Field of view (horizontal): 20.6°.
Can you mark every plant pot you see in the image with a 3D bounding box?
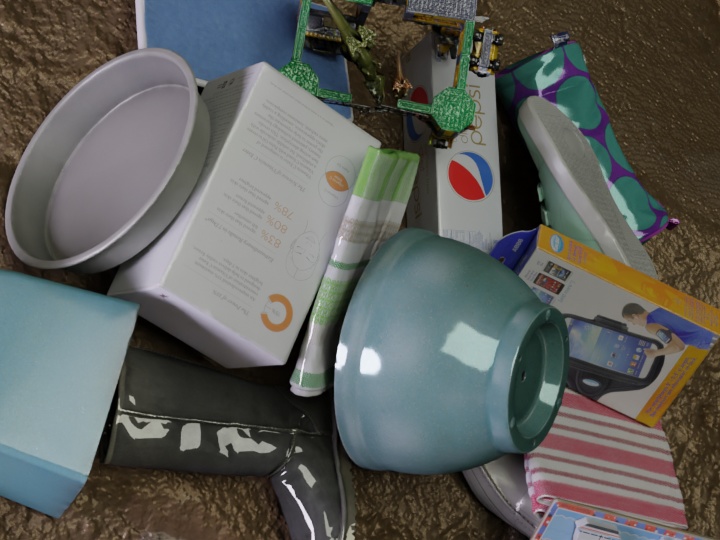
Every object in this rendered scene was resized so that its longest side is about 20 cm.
[{"bbox_3d":[0.085,0.074,1.582,0.200,0.134,0.201,-31,126,-56],"label":"plant pot"},{"bbox_3d":[-0.288,0.077,1.472,0.199,0.141,0.142,18,68,-11],"label":"plant pot"}]

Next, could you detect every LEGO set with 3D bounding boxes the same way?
[{"bbox_3d":[0.014,-0.177,1.663,0.199,0.116,0.155,1,83,-5],"label":"LEGO set"}]

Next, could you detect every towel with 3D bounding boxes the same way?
[{"bbox_3d":[0.196,0.143,1.691,0.146,0.030,0.201,15,40,-20],"label":"towel"},{"bbox_3d":[0.000,0.000,1.580,0.031,0.149,0.201,20,97,9],"label":"towel"}]

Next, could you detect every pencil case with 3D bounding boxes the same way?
[{"bbox_3d":[0.200,-0.109,1.773,0.092,0.085,0.201,-25,87,-20],"label":"pencil case"}]

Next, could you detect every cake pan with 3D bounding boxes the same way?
[{"bbox_3d":[-0.192,-0.080,1.536,0.037,0.200,0.201,39,60,-39],"label":"cake pan"}]

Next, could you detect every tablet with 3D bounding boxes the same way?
[{"bbox_3d":[-0.098,-0.194,1.673,0.199,0.014,0.131,13,52,-28],"label":"tablet"}]

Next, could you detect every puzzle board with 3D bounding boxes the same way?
[{"bbox_3d":[0.216,0.272,1.647,0.199,0.151,0.017,16,28,-20],"label":"puzzle board"}]

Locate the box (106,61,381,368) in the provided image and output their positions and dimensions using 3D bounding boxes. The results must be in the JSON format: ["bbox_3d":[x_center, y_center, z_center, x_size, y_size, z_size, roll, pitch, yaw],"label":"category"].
[{"bbox_3d":[-0.090,-0.041,1.546,0.124,0.097,0.201,33,69,-25],"label":"box"}]

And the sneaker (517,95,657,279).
[{"bbox_3d":[0.160,-0.043,1.712,0.201,0.118,0.074,62,31,-2],"label":"sneaker"}]

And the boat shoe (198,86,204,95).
[{"bbox_3d":[-0.127,-0.094,1.629,0.073,0.068,0.200,17,69,-19],"label":"boat shoe"}]

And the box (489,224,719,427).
[{"bbox_3d":[0.191,0.044,1.677,0.199,0.119,0.042,24,36,-8],"label":"box"}]

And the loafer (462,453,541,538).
[{"bbox_3d":[0.162,0.199,1.673,0.200,0.070,0.070,44,62,-7],"label":"loafer"}]

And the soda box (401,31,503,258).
[{"bbox_3d":[0.078,-0.102,1.725,0.063,0.068,0.201,5,73,-22],"label":"soda box"}]

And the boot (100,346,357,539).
[{"bbox_3d":[-0.106,0.154,1.565,0.199,0.073,0.183,11,57,-28],"label":"boot"}]
